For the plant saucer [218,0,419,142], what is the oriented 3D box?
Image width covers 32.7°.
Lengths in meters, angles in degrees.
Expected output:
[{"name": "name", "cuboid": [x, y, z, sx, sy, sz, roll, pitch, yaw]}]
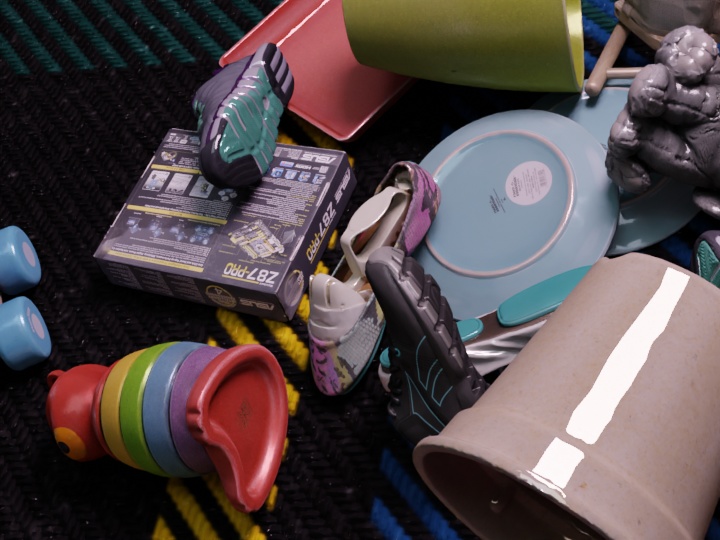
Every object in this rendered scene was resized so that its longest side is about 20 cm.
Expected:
[{"name": "plant saucer", "cuboid": [-0.009, -0.221, 1.218, 0.200, 0.037, 0.199, -45, 53, -14]}]

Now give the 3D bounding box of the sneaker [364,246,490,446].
[{"name": "sneaker", "cuboid": [0.047, 0.079, 0.888, 0.078, 0.202, 0.076, -26, 13, 15]}]

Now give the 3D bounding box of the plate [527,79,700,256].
[{"name": "plate", "cuboid": [0.209, -0.100, 1.059, 0.197, 0.026, 0.203, -9, 53, 12]}]

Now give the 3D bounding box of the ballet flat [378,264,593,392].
[{"name": "ballet flat", "cuboid": [0.111, 0.059, 0.950, 0.198, 0.070, 0.070, -23, 50, 9]}]

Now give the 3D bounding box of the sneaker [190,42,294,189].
[{"name": "sneaker", "cuboid": [-0.123, -0.131, 1.121, 0.086, 0.075, 0.201, -13, 32, 24]}]

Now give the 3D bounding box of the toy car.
[{"name": "toy car", "cuboid": [-0.401, 0.011, 1.078, 0.182, 0.201, 0.178, -22, 50, 2]}]

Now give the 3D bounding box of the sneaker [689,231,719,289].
[{"name": "sneaker", "cuboid": [0.308, 0.055, 0.886, 0.086, 0.075, 0.202, -6, 53, -14]}]

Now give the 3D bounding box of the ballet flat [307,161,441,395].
[{"name": "ballet flat", "cuboid": [0.000, 0.000, 0.997, 0.069, 0.071, 0.202, 20, 80, 40]}]

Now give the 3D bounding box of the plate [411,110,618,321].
[{"name": "plate", "cuboid": [0.116, -0.052, 1.026, 0.197, 0.026, 0.203, -13, 59, 21]}]

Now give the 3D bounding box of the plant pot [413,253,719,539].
[{"name": "plant pot", "cuboid": [0.164, 0.099, 0.796, 0.199, 0.201, 0.184, 24, 68, 32]}]

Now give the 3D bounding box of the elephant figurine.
[{"name": "elephant figurine", "cuboid": [0.296, -0.085, 0.938, 0.198, 0.142, 0.156, 29, 66, 16]}]

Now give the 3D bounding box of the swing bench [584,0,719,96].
[{"name": "swing bench", "cuboid": [0.259, -0.290, 1.056, 0.127, 0.201, 0.202, 1, 48, 10]}]

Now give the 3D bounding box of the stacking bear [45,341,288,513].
[{"name": "stacking bear", "cuboid": [-0.167, 0.114, 0.983, 0.197, 0.123, 0.114, -2, 39, 28]}]

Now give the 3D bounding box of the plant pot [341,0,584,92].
[{"name": "plant pot", "cuboid": [0.089, -0.241, 1.090, 0.197, 0.188, 0.189, -5, 53, 16]}]

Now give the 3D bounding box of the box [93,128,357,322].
[{"name": "box", "cuboid": [-0.122, -0.047, 1.121, 0.197, 0.049, 0.163, 10, 56, 25]}]
